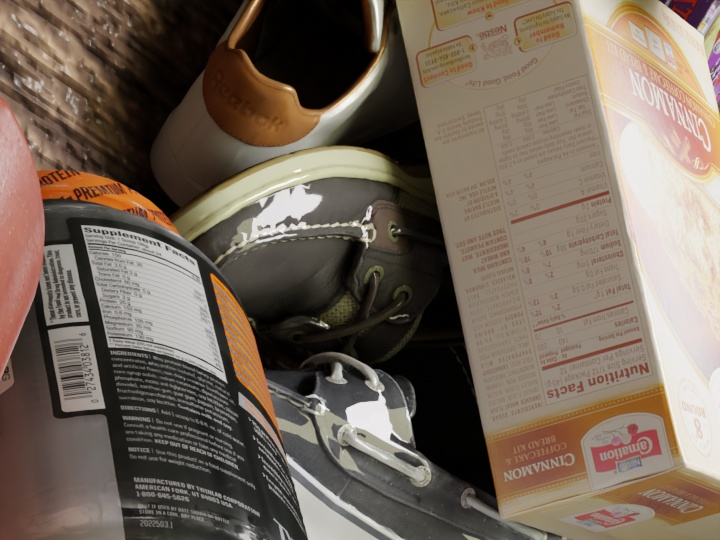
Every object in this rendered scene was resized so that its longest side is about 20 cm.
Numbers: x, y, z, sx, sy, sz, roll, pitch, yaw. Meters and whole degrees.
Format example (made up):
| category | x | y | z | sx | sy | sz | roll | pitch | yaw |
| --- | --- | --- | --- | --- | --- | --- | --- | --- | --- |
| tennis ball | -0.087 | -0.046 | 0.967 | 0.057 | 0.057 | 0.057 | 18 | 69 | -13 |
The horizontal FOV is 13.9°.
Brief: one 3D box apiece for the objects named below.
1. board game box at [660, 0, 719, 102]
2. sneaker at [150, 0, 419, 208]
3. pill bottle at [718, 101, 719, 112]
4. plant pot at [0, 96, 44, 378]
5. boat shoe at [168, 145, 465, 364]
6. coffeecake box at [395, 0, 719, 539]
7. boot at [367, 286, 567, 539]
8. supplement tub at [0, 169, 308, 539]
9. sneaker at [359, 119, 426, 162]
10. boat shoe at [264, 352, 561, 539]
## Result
| category | x | y | z | sx | sy | sz | roll | pitch | yaw |
| --- | --- | --- | --- | --- | --- | --- | --- | --- | --- |
| board game box | 0.118 | -0.061 | 1.241 | 0.200 | 0.032 | 0.120 | -60 | 169 | 7 |
| sneaker | 0.003 | -0.093 | 1.098 | 0.073 | 0.085 | 0.200 | 37 | 44 | 4 |
| pill bottle | 0.224 | -0.104 | 1.482 | 0.200 | 0.114 | 0.114 | 65 | 35 | -28 |
| plant pot | -0.175 | 0.028 | 0.707 | 0.195 | 0.200 | 0.201 | -67 | 139 | -54 |
| boat shoe | 0.000 | 0.001 | 1.062 | 0.201 | 0.072 | 0.066 | -1 | 58 | -60 |
| coffeecake box | 0.091 | -0.004 | 1.086 | 0.153 | 0.073 | 0.200 | 24 | 52 | -63 |
| boot | 0.018 | 0.118 | 1.124 | 0.154 | 0.073 | 0.204 | -24 | 103 | -56 |
| supplement tub | -0.081 | 0.063 | 0.851 | 0.123 | 0.122 | 0.200 | 60 | 7 | -34 |
| sneaker | 0.058 | -0.091 | 1.218 | 0.200 | 0.087 | 0.076 | -22 | 103 | -59 |
| boat shoe | -0.010 | 0.060 | 1.028 | 0.200 | 0.072 | 0.068 | 37 | 85 | -21 |
